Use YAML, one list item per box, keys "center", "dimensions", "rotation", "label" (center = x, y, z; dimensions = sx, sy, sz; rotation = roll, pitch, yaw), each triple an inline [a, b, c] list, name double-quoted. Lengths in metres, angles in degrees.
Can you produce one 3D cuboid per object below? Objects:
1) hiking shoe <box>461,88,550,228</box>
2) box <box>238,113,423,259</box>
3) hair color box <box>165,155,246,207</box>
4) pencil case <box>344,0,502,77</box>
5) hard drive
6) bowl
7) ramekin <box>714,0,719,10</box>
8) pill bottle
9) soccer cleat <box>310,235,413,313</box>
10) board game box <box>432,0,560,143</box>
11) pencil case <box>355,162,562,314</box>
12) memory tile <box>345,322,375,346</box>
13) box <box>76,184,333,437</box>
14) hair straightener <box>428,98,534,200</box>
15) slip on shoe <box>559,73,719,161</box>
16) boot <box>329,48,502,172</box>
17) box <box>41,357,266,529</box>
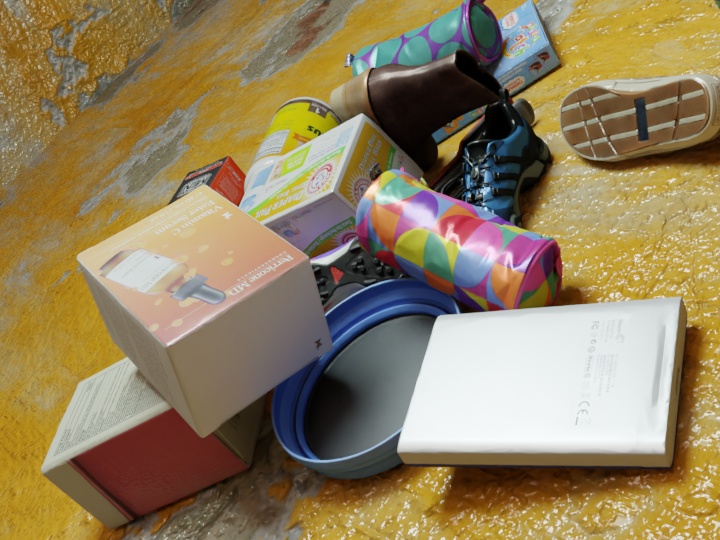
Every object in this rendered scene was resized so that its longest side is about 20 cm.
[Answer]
- center: [0.120, -0.081, 0.928]
  dimensions: [0.073, 0.087, 0.202]
  rotation: [-14, 38, 40]
  label: "hiking shoe"
- center: [-0.042, -0.068, 1.037]
  dimensions: [0.198, 0.101, 0.114]
  rotation: [-20, 40, 45]
  label: "box"
- center: [-0.250, -0.075, 1.420]
  dimensions: [0.100, 0.061, 0.202]
  rotation: [-17, 37, 37]
  label: "hair color box"
- center: [0.078, -0.267, 1.174]
  dimensions: [0.197, 0.084, 0.095]
  rotation: [-14, 67, 41]
  label: "pencil case"
- center: [0.133, 0.083, 0.697]
  dimensions: [0.196, 0.026, 0.133]
  rotation: [-7, 44, 32]
  label: "hard drive"
- center: [0.011, 0.095, 0.847]
  dimensions: [0.198, 0.040, 0.203]
  rotation: [-26, 35, 19]
  label: "bowl"
- center: [0.405, -0.275, 0.834]
  dimensions: [0.198, 0.098, 0.202]
  rotation: [-30, 29, 19]
  label: "ramekin"
- center: [-0.087, -0.130, 1.239]
  dimensions: [0.108, 0.110, 0.202]
  rotation: [-22, 33, 31]
  label: "pill bottle"
- center: [0.000, 0.000, 0.960]
  dimensions: [0.197, 0.070, 0.073]
  rotation: [-21, -1, 19]
  label: "soccer cleat"
- center: [0.146, -0.246, 1.189]
  dimensions: [0.198, 0.037, 0.153]
  rotation: [-32, 29, 21]
  label: "board game box"
- center: [0.083, -0.025, 0.827]
  dimensions: [0.198, 0.089, 0.089]
  rotation: [31, 70, 34]
  label: "pencil case"
- center: [0.006, 0.005, 1.025]
  dimensions: [0.153, 0.017, 0.200]
  rotation: [-44, 28, -5]
  label: "memory tile"
- center: [-0.146, 0.029, 0.882]
  dimensions: [0.151, 0.108, 0.199]
  rotation: [-32, 39, -24]
  label: "box"
- center: [0.118, -0.114, 1.025]
  dimensions: [0.199, 0.041, 0.077]
  rotation: [-42, 27, -13]
  label: "hair straightener"
- center: [0.264, -0.144, 0.872]
  dimensions: [0.059, 0.078, 0.199]
  rotation: [-8, 3, -28]
  label: "slip on shoe"
- center: [0.080, -0.163, 1.023]
  dimensions: [0.163, 0.199, 0.074]
  rotation: [-8, 70, 33]
  label: "boot"
- center: [-0.207, 0.157, 0.975]
  dimensions: [0.198, 0.109, 0.129]
  rotation: [-27, 30, 25]
  label: "box"
